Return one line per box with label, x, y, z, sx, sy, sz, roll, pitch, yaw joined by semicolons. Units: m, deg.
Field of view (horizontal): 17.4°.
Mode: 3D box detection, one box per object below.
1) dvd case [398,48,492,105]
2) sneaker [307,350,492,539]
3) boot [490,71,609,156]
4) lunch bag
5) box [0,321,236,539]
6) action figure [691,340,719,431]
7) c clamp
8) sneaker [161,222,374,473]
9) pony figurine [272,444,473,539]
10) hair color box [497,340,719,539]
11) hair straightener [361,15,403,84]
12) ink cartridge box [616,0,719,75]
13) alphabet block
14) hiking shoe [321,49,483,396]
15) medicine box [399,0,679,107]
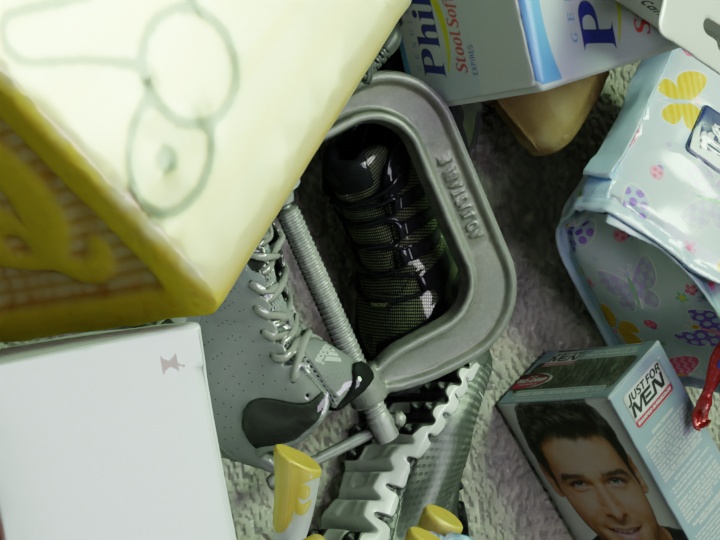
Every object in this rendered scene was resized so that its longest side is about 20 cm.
dvd case;0.050;-0.178;1.432;0.199;0.016;0.150;2;84;-40
sneaker;0.031;0.132;1.348;0.090;0.066;0.201;44;63;-31
boot;0.085;-0.197;1.418;0.200;0.066;0.176;45;64;-29
lunch bag;0.210;-0.042;1.456;0.170;0.127;0.200;-62;138;-28
box;-0.138;0.109;1.102;0.106;0.200;0.153;-11;90;-20
action figure;0.241;0.087;1.399;0.099;0.065;0.200;-53;140;-17
c clamp;0.000;0.000;1.279;0.170;0.027;0.201;-21;105;-12
sneaker;-0.040;0.015;1.218;0.075;0.115;0.201;-42;150;-59
pony figurine;-0.020;0.209;1.211;0.193;0.167;0.201;24;102;-34
hair color box;0.178;0.142;1.446;0.061;0.099;0.200;-43;111;-34
hair straightener;-0.033;-0.183;1.289;0.077;0.041;0.201;9;49;-40
ink cartridge box;0.184;-0.196;1.281;0.116;0.067;0.201;26;67;-41
alphabet block;-0.131;-0.107;1.089;0.195;0.196;0.200;47;57;-24
hiking shoe;0.010;-0.031;1.333;0.100;0.076;0.201;16;75;-45
medicine box;0.107;-0.202;1.325;0.200;0.103;0.183;-21;102;-45
